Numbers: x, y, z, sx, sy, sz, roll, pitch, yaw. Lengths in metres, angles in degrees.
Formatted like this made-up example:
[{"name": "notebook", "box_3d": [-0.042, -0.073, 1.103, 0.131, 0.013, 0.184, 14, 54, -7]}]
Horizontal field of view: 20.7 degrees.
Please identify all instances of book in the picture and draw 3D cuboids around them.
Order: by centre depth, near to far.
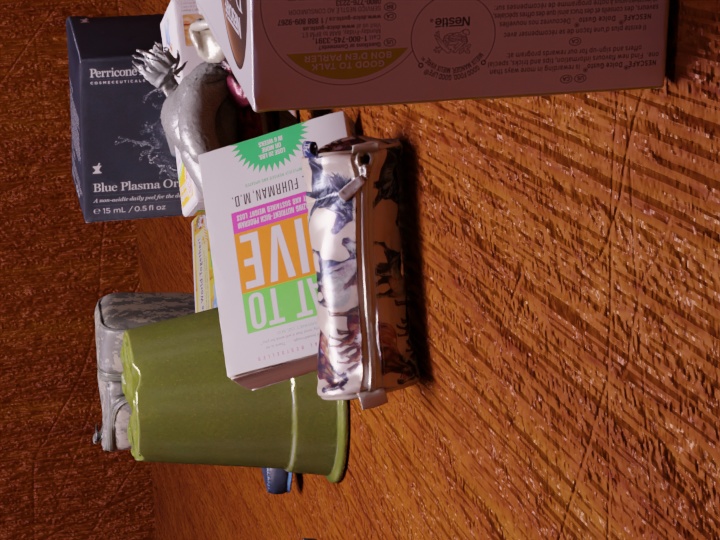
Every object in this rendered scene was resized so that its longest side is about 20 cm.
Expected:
[{"name": "book", "box_3d": [-0.053, -0.017, 1.603, 0.048, 0.133, 0.200, 38, -142, -62]}]

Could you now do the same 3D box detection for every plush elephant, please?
[{"name": "plush elephant", "box_3d": [-0.093, -0.162, 1.728, 0.155, 0.165, 0.200, -43, 81, 30]}]

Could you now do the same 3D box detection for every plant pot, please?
[{"name": "plant pot", "box_3d": [-0.123, 0.109, 1.832, 0.200, 0.190, 0.201, 174, 90, -78]}]

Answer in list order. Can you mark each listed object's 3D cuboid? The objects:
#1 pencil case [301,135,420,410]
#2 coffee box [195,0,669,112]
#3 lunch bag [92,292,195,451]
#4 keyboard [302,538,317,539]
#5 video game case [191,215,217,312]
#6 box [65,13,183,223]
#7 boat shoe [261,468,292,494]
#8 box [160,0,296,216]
[{"name": "pencil case", "box_3d": [0.000, 0.000, 1.463, 0.089, 0.078, 0.200, -37, -57, -86]}, {"name": "coffee box", "box_3d": [0.026, -0.199, 0.948, 0.200, 0.200, 0.198, -120, 27, -65]}, {"name": "lunch bag", "box_3d": [-0.198, 0.121, 2.196, 0.139, 0.200, 0.168, -119, 30, -70]}, {"name": "keyboard", "box_3d": [-0.053, 0.347, 2.014, 0.127, 0.021, 0.200, -115, 23, -44]}, {"name": "video game case", "box_3d": [-0.126, 0.005, 2.043, 0.182, 0.023, 0.200, -38, 51, 53]}, {"name": "box", "box_3d": [-0.213, -0.169, 2.134, 0.117, 0.196, 0.200, -115, 23, -57]}, {"name": "boat shoe", "box_3d": [-0.111, 0.142, 2.084, 0.084, 0.068, 0.200, 109, 154, -63]}, {"name": "box", "box_3d": [-0.126, -0.160, 1.920, 0.101, 0.112, 0.200, 150, 114, -76]}]
